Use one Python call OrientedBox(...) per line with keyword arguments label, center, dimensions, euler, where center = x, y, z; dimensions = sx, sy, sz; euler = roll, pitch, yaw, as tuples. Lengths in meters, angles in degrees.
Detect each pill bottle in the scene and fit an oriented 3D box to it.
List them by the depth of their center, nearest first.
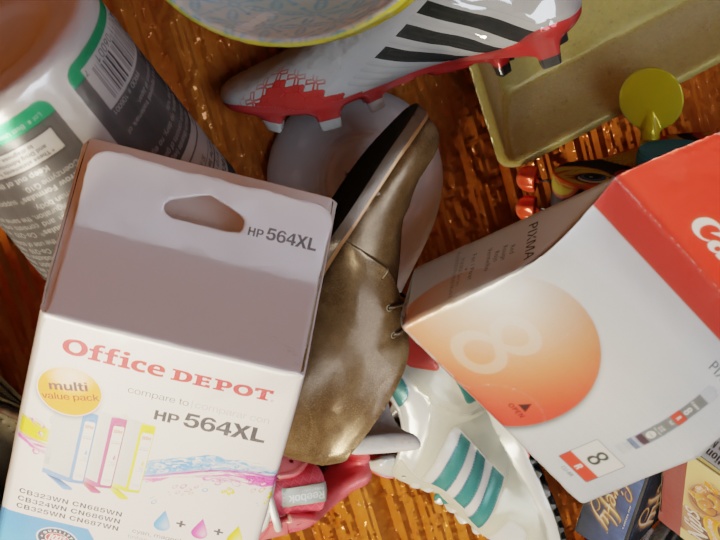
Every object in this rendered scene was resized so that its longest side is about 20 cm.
OrientedBox(label="pill bottle", center=(-0.129, -0.044, 1.445), dimensions=(0.113, 0.113, 0.200), euler=(-41, 121, -7))

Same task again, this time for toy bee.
OrientedBox(label="toy bee", center=(0.146, -0.048, 1.560), dimensions=(0.200, 0.108, 0.131), euler=(10, 93, -62))

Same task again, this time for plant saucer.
OrientedBox(label="plant saucer", center=(0.125, -0.187, 1.560), dimensions=(0.199, 0.048, 0.201), euler=(-27, 119, -15))

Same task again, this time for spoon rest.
OrientedBox(label="spoon rest", center=(0.000, 0.000, 1.546), dimensions=(0.099, 0.061, 0.201), euler=(-2, 86, -13))

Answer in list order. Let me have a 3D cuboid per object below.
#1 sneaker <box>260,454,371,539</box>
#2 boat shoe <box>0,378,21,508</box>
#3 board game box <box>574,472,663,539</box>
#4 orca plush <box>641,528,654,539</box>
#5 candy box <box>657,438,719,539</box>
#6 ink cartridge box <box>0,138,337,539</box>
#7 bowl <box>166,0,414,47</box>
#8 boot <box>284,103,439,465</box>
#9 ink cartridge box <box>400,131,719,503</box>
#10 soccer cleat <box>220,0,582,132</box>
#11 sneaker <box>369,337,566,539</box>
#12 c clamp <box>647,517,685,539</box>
OrientedBox(label="sneaker", center=(-0.066, 0.113, 1.507), dimensions=(0.200, 0.087, 0.074), euler=(-21, 112, -55))
OrientedBox(label="boat shoe", center=(-0.171, 0.118, 1.498), dimensions=(0.075, 0.075, 0.202), euler=(-50, 122, -2))
OrientedBox(label="board game box", center=(0.188, 0.053, 1.573), dimensions=(0.135, 0.035, 0.200), euler=(-41, 155, -38))
OrientedBox(label="orca plush", center=(0.135, 0.237, 1.666), dimensions=(0.071, 0.105, 0.200), euler=(53, 39, -7))
OrientedBox(label="candy box", center=(0.247, 0.060, 1.581), dimensions=(0.200, 0.055, 0.116), euler=(-48, 159, -19))
OrientedBox(label="ink cartridge box", center=(-0.094, 0.043, 1.357), dimensions=(0.128, 0.125, 0.200), euler=(13, 133, -4))
OrientedBox(label="bowl", center=(-0.018, -0.209, 1.429), dimensions=(0.201, 0.200, 0.108), euler=(-66, 164, 8))
OrientedBox(label="boot", center=(0.002, 0.009, 1.482), dimensions=(0.075, 0.074, 0.200), euler=(26, 102, -4))
OrientedBox(label="ink cartridge box", center=(0.146, 0.029, 1.430), dimensions=(0.200, 0.050, 0.162), euler=(-23, 126, 34))
OrientedBox(label="soccer cleat", center=(0.017, -0.132, 1.486), dimensions=(0.199, 0.069, 0.085), euler=(-13, 110, 12))
OrientedBox(label="sneaker", center=(0.052, 0.107, 1.632), dimensions=(0.093, 0.070, 0.200), euler=(-21, 119, 1))
OrientedBox(label="c clamp", center=(0.198, 0.194, 1.697), dimensions=(0.171, 0.027, 0.200), euler=(-43, 146, -33))
